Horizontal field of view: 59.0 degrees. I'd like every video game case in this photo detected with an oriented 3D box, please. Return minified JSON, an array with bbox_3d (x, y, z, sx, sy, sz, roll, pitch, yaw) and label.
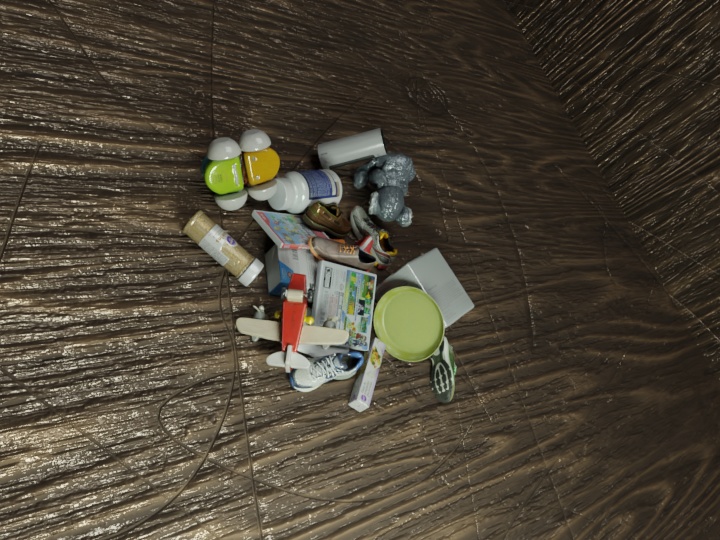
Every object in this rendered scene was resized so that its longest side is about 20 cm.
[{"bbox_3d":[-0.042,0.091,1.602,0.181,0.022,0.202,15,77,-37],"label":"video game case"},{"bbox_3d":[-0.169,-0.102,1.648,0.199,0.018,0.143,1,38,-49],"label":"video game case"}]

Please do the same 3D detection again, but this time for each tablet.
[{"bbox_3d":[-0.110,0.158,1.578,0.199,0.014,0.131,28,47,-24],"label":"tablet"}]

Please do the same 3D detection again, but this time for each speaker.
[{"bbox_3d":[-0.023,-0.358,1.877,0.081,0.198,0.082,-13,90,-81],"label":"speaker"}]

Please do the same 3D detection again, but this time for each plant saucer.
[{"bbox_3d":[0.130,0.139,1.677,0.201,0.199,0.031,57,26,7],"label":"plant saucer"}]

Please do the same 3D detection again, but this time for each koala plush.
[{"bbox_3d":[0.082,-0.232,1.908,0.176,0.183,0.202,24,52,-27],"label":"koala plush"}]

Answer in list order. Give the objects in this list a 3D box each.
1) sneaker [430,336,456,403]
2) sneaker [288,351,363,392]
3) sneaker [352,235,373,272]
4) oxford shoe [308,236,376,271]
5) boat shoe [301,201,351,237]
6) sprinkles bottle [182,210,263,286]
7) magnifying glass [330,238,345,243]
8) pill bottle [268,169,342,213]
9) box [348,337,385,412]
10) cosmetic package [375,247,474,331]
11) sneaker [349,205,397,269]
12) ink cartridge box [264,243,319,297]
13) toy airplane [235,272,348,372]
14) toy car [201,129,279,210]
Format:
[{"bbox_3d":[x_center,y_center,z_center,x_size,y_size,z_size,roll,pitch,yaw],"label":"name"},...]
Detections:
[{"bbox_3d":[0.245,0.275,1.776,0.088,0.077,0.202,27,48,-37],"label":"sneaker"},{"bbox_3d":[-0.077,0.225,1.498,0.199,0.085,0.078,-12,73,-39],"label":"sneaker"},{"bbox_3d":[0.000,0.000,1.758,0.116,0.078,0.200,49,53,-15],"label":"sneaker"},{"bbox_3d":[-0.045,-0.050,1.631,0.199,0.073,0.072,21,53,-38],"label":"oxford shoe"},{"bbox_3d":[-0.075,-0.142,1.744,0.072,0.068,0.199,46,19,23],"label":"boat shoe"},{"bbox_3d":[-0.322,-0.052,1.495,0.200,0.068,0.068,42,42,-10],"label":"sprinkles bottle"},{"bbox_3d":[-0.124,-0.078,1.727,0.199,0.022,0.080,3,60,-42],"label":"magnifying glass"},{"bbox_3d":[-0.153,-0.214,1.729,0.199,0.111,0.112,-14,71,-46],"label":"pill bottle"},{"bbox_3d":[0.019,0.259,1.602,0.039,0.041,0.201,35,45,-16],"label":"box"},{"bbox_3d":[0.173,0.078,1.772,0.166,0.167,0.201,-26,82,-48],"label":"cosmetic package"},{"bbox_3d":[0.042,-0.107,1.851,0.078,0.082,0.201,-25,79,-47],"label":"sneaker"},{"bbox_3d":[-0.137,0.012,1.615,0.199,0.068,0.117,13,54,-35],"label":"ink cartridge box"},{"bbox_3d":[-0.155,0.135,1.462,0.199,0.141,0.200,-39,90,-6],"label":"toy airplane"},{"bbox_3d":[-0.310,-0.261,1.600,0.199,0.177,0.150,-23,35,-29],"label":"toy car"}]
